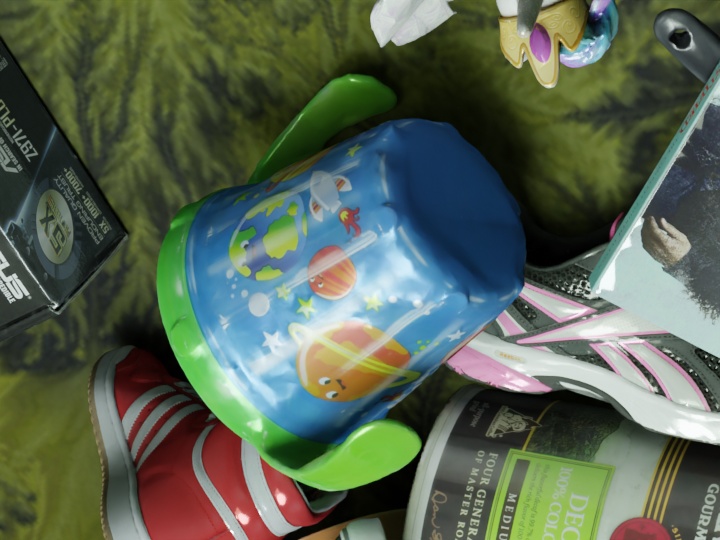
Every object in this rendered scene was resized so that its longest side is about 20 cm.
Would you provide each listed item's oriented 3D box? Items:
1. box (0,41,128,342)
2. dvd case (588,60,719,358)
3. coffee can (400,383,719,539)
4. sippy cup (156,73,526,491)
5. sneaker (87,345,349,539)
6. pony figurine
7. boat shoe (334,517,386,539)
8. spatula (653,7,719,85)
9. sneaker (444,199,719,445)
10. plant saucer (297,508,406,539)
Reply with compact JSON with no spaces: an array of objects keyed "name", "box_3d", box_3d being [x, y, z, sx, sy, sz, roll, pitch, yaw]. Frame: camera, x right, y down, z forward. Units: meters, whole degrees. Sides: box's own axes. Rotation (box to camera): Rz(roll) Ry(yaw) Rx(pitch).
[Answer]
[{"name":"box","box_3d":[-0.243,-0.050,1.360,0.163,0.086,0.200,-23,106,31]},{"name":"dvd case","box_3d":[0.220,-0.008,1.172,0.200,0.022,0.146,27,110,-10]},{"name":"coffee can","box_3d":[0.134,0.140,1.264,0.199,0.146,0.147,8,120,20]},{"name":"sippy cup","box_3d":[0.000,0.000,1.225,0.130,0.140,0.178,-33,81,35]},{"name":"sneaker","box_3d":[-0.069,0.080,1.320,0.112,0.200,0.071,-28,119,6]},{"name":"pony figurine","box_3d":[0.060,-0.166,1.118,0.166,0.193,0.201,-17,87,12]},{"name":"boat shoe","box_3d":[-0.012,0.199,1.256,0.056,0.069,0.200,-5,128,-9]},{"name":"spatula","box_3d":[0.197,-0.046,1.184,0.200,0.021,0.056,42,125,-17]},{"name":"sneaker","box_3d":[0.131,0.020,1.244,0.199,0.080,0.087,11,110,11]},{"name":"plant saucer","box_3d":[-0.033,0.185,1.338,0.200,0.200,0.032,-48,62,35]}]
